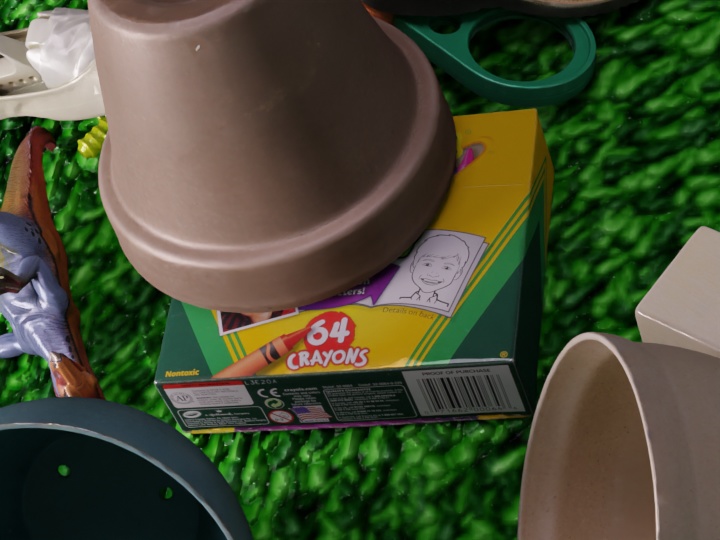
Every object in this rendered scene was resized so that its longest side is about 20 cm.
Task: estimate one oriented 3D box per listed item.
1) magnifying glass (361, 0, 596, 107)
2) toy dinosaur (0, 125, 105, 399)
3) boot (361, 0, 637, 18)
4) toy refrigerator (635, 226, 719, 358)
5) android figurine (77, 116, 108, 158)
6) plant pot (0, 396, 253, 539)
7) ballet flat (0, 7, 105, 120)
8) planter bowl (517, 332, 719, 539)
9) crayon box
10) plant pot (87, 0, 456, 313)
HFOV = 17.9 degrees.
[{"bbox_3d":[0.042,-0.144,1.356,0.200,0.022,0.080,17,51,12],"label":"magnifying glass"},{"bbox_3d":[-0.185,0.004,1.309,0.181,0.105,0.200,39,59,16],"label":"toy dinosaur"},{"bbox_3d":[0.099,-0.221,1.321,0.200,0.139,0.078,-8,42,-13],"label":"boot"},{"bbox_3d":[0.241,0.055,1.128,0.200,0.076,0.070,26,65,33],"label":"toy refrigerator"},{"bbox_3d":[-0.083,-0.123,1.398,0.200,0.041,0.182,-41,52,-16],"label":"android figurine"},{"bbox_3d":[-0.138,0.144,1.134,0.200,0.200,0.135,-11,17,11],"label":"plant pot"},{"bbox_3d":[-0.194,-0.126,1.385,0.200,0.069,0.070,-7,49,38],"label":"ballet flat"},{"bbox_3d":[0.162,0.130,1.039,0.134,0.200,0.200,2,50,-13],"label":"planter bowl"},{"bbox_3d":[0.000,0.000,1.262,0.200,0.058,0.173,-4,53,16],"label":"crayon box"},{"bbox_3d":[-0.064,-0.106,1.218,0.200,0.175,0.200,-11,47,12],"label":"plant pot"}]
